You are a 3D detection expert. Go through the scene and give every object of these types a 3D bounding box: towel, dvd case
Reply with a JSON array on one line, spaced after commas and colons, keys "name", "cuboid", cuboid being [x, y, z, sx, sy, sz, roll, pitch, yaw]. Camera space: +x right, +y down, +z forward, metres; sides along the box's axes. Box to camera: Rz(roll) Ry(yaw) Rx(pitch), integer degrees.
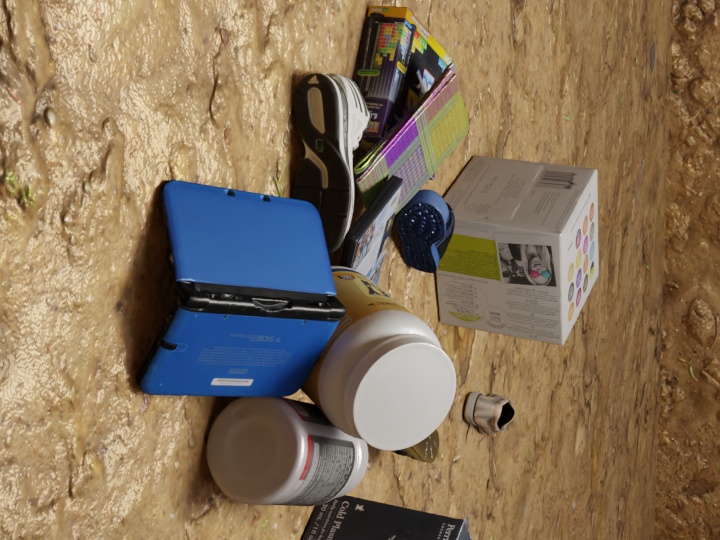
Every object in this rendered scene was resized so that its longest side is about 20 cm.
[{"name": "towel", "cuboid": [0.065, -0.149, 1.514, 0.200, 0.023, 0.144, -50, 154, -15]}, {"name": "dvd case", "cuboid": [0.000, 0.000, 1.482, 0.143, 0.017, 0.200, -54, 163, -48]}]

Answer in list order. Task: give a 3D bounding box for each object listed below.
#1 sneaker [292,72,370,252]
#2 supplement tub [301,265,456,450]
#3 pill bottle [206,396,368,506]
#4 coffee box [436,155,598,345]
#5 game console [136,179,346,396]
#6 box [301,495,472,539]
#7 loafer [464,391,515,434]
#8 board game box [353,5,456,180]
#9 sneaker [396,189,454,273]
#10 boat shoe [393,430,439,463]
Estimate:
[{"name": "sneaker", "cuboid": [-0.020, -0.125, 1.402, 0.115, 0.075, 0.201, -23, 116, -61]}, {"name": "supplement tub", "cuboid": [0.000, 0.093, 1.321, 0.144, 0.200, 0.145, -12, 117, -25]}, {"name": "pill bottle", "cuboid": [-0.072, 0.199, 1.340, 0.200, 0.114, 0.114, 27, 73, -65]}, {"name": "coffee box", "cuboid": [0.238, -0.034, 1.857, 0.200, 0.199, 0.198, -52, 143, -48]}, {"name": "game console", "cuboid": [-0.125, 0.023, 1.205, 0.200, 0.118, 0.171, 7, 122, -43]}, {"name": "box", "cuboid": [0.019, 0.398, 1.505, 0.124, 0.196, 0.200, 70, 35, -47]}, {"name": "loafer", "cuboid": [0.234, 0.247, 2.106, 0.200, 0.063, 0.072, 25, 75, -65]}, {"name": "board game box", "cuboid": [0.055, -0.221, 1.565, 0.200, 0.057, 0.166, 26, 72, -65]}, {"name": "sneaker", "cuboid": [0.091, -0.071, 1.653, 0.200, 0.070, 0.078, 91, 17, -66]}, {"name": "boat shoe", "cuboid": [0.033, 0.194, 1.635, 0.200, 0.065, 0.073, 53, 41, -33]}]
